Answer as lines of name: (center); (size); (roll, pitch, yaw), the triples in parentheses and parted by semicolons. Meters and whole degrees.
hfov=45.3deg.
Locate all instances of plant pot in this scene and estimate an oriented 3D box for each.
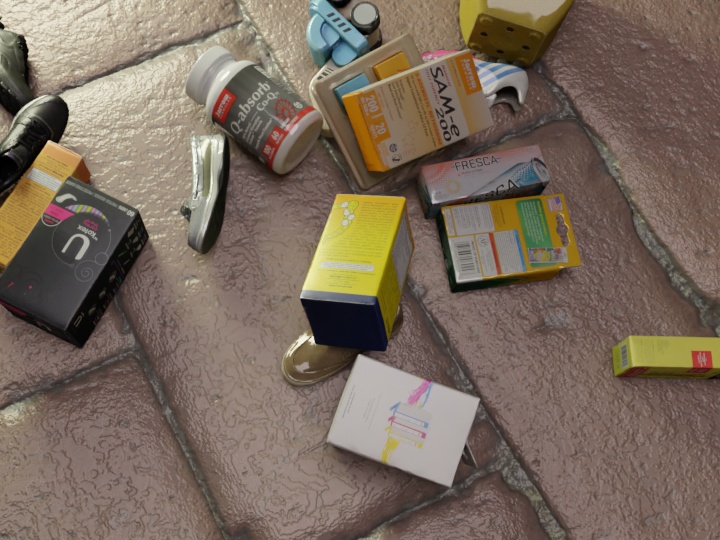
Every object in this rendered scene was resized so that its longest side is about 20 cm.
plant pot: (0.261, -0.460, 1.419); (0.195, 0.194, 0.201); (19, 75, 1)

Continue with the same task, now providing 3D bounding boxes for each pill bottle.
pill bottle: (-0.166, -0.251, 1.337); (0.200, 0.116, 0.116); (37, 71, 8)

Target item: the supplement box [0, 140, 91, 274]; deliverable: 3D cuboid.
supplement box: (-0.484, -0.089, 1.275); (0.069, 0.067, 0.201); (25, 70, 3)

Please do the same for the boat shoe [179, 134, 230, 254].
boat shoe: (-0.241, -0.118, 1.310); (0.064, 0.074, 0.203); (3, 66, 2)

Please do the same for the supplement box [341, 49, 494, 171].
supplement box: (0.089, -0.244, 1.322); (0.199, 0.073, 0.126); (-25, 104, -14)

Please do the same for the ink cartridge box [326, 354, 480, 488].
ink cartridge box: (0.067, 0.209, 1.183); (0.199, 0.129, 0.126); (20, 81, 0)

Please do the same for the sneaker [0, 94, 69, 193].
sneaker: (-0.501, -0.178, 1.283); (0.076, 0.087, 0.200); (46, 74, -30)

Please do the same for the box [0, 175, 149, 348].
box: (-0.409, -0.011, 1.234); (0.122, 0.106, 0.201); (25, 71, 4)

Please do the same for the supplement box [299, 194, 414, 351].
supplement box: (0.000, 0.000, 1.227); (0.109, 0.109, 0.201); (5, 50, 17)

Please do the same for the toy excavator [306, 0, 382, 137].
toy excavator: (-0.043, -0.343, 1.405); (0.200, 0.100, 0.195); (-43, 80, -3)

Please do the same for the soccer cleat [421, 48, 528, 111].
soccer cleat: (0.180, -0.308, 1.415); (0.199, 0.070, 0.087); (5, 70, -4)

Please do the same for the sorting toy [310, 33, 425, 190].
sorting toy: (0.043, -0.251, 1.361); (0.200, 0.036, 0.186); (-32, 104, -17)

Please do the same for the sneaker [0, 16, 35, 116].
sneaker: (-0.553, -0.326, 1.351); (0.091, 0.076, 0.200); (-33, 81, -25)

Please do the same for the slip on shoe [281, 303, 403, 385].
slip on shoe: (-0.025, 0.101, 1.257); (0.199, 0.061, 0.076); (-23, 75, -13)

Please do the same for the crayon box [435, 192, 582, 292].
crayon box: (0.228, -0.044, 1.338); (0.199, 0.052, 0.126); (-7, 72, -7)

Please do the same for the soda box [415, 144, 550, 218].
soda box: (0.191, -0.140, 1.362); (0.199, 0.064, 0.069); (-12, 72, -9)

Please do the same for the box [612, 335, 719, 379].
box: (0.486, 0.131, 1.291); (0.199, 0.075, 0.050); (3, 71, -6)
